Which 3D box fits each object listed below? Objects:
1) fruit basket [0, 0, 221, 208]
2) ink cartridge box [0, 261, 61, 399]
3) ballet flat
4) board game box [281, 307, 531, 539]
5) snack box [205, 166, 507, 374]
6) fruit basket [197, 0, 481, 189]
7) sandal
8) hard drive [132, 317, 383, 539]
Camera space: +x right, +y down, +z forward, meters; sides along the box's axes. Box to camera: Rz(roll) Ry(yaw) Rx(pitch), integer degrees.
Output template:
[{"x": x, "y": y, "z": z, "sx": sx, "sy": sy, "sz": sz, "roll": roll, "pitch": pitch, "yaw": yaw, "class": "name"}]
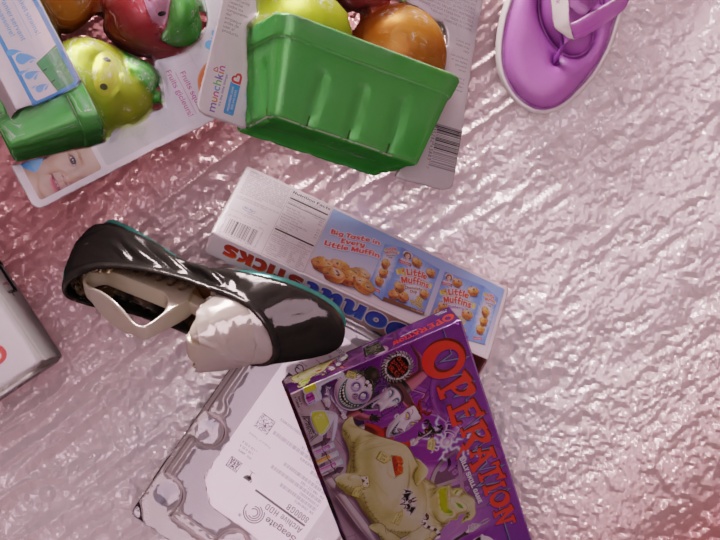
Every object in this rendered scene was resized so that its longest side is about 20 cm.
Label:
[{"x": -0.167, "y": -0.166, "z": 0.916, "sx": 0.199, "sy": 0.094, "sz": 0.186, "roll": -27, "pitch": 91, "yaw": -5, "class": "fruit basket"}, {"x": -0.311, "y": 0.018, "z": 0.913, "sx": 0.146, "sy": 0.083, "sz": 0.201, "roll": -33, "pitch": 90, "yaw": -2, "class": "ink cartridge box"}, {"x": -0.108, "y": 0.028, "z": 0.904, "sx": 0.199, "sy": 0.068, "sz": 0.069, "roll": 18, "pitch": 47, "yaw": 22, "class": "ballet flat"}, {"x": 0.037, "y": 0.136, "z": 0.912, "sx": 0.119, "sy": 0.032, "sz": 0.201, "roll": -25, "pitch": 114, "yaw": -11, "class": "board game box"}, {"x": 0.000, "y": 0.000, "z": 0.933, "sx": 0.199, "sy": 0.024, "sz": 0.072, "roll": 25, "pitch": 44, "yaw": -2, "class": "snack box"}, {"x": -0.006, "y": -0.170, "z": 0.911, "sx": 0.184, "sy": 0.094, "sz": 0.202, "roll": 15, "pitch": 73, "yaw": -26, "class": "fruit basket"}, {"x": 0.156, "y": -0.204, "z": 0.947, "sx": 0.082, "sy": 0.050, "sz": 0.204, "roll": 29, "pitch": 89, "yaw": -1, "class": "sandal"}, {"x": -0.043, "y": 0.120, "z": 0.946, "sx": 0.139, "sy": 0.038, "sz": 0.201, "roll": 36, "pitch": 90, "yaw": -1, "class": "hard drive"}]
